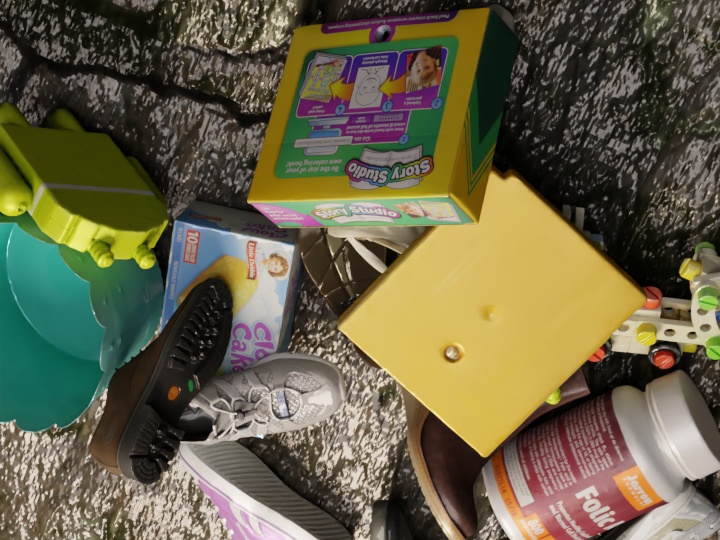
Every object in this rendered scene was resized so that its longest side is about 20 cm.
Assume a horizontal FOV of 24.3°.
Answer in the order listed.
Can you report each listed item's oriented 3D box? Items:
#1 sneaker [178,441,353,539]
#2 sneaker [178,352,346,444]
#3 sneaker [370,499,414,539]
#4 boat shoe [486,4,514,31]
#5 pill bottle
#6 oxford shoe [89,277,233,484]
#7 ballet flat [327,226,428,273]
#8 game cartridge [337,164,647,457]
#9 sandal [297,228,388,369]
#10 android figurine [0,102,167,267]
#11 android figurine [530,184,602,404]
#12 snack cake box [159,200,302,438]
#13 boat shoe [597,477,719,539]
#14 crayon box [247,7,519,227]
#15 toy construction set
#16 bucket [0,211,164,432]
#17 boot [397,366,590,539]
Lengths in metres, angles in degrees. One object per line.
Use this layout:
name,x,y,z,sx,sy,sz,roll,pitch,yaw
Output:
sneaker,-0.117,0.251,1.636,0.200,0.073,0.114,40,114,-5
sneaker,-0.109,0.130,1.512,0.200,0.082,0.075,-12,108,13
sneaker,0.071,0.304,1.619,0.114,0.076,0.200,-9,110,12
boat shoe,0.082,-0.139,1.468,0.071,0.070,0.201,28,108,-27
pill bottle,0.222,0.175,1.521,0.200,0.114,0.114,-28,102,19
oxford shoe,-0.181,0.087,1.477,0.084,0.200,0.073,10,149,36
ballet flat,0.054,-0.014,1.477,0.200,0.069,0.069,28,114,-28
game cartridge,0.110,0.033,1.407,0.176,0.032,0.200,42,103,-10
sandal,0.000,0.000,1.537,0.082,0.055,0.200,-23,119,8
android figurine,-0.249,-0.073,1.474,0.200,0.182,0.041,50,120,30
android figurine,0.125,0.029,1.440,0.182,0.041,0.200,-11,109,6
snack cake box,-0.123,0.046,1.564,0.115,0.067,0.200,12,111,7
boat shoe,0.253,0.279,1.577,0.065,0.074,0.202,42,104,-1
crayon box,0.019,-0.124,1.396,0.200,0.058,0.173,0,67,34
toy construction set,0.252,0.019,1.473,0.200,0.092,0.131,17,136,12
bucket,-0.289,0.031,1.536,0.207,0.135,0.207,8,112,20
boot,0.126,0.132,1.498,0.166,0.072,0.200,-18,63,10
